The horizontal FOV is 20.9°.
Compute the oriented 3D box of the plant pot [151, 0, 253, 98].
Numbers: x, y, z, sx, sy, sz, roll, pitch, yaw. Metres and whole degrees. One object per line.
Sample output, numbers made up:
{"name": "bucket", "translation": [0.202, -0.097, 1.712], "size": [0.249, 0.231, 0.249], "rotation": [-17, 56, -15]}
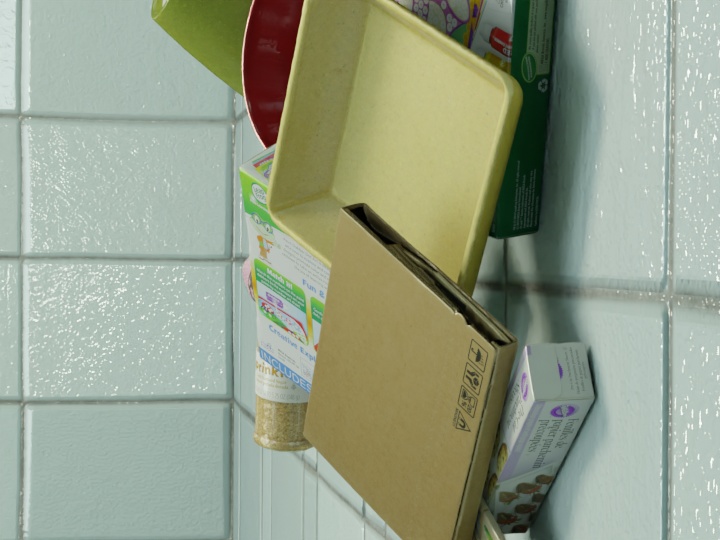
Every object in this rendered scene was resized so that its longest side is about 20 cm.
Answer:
{"name": "plant pot", "translation": [-0.071, -0.221, 1.675], "size": [0.187, 0.199, 0.188], "rotation": [-54, 23, 36]}

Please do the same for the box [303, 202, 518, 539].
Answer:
{"name": "box", "translation": [0.027, 0.079, 1.271], "size": [0.163, 0.021, 0.201], "rotation": [43, 138, 36]}

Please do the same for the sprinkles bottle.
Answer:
{"name": "sprinkles bottle", "translation": [-0.068, 0.071, 1.876], "size": [0.068, 0.068, 0.201], "rotation": [-122, 33, -74]}

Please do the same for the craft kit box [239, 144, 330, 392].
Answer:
{"name": "craft kit box", "translation": [-0.004, 0.032, 1.450], "size": [0.200, 0.048, 0.198], "rotation": [34, 146, 33]}

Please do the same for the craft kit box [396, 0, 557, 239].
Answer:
{"name": "craft kit box", "translation": [0.046, -0.142, 1.310], "size": [0.197, 0.048, 0.201], "rotation": [23, 116, 49]}

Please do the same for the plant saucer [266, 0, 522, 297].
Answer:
{"name": "plant saucer", "translation": [0.028, -0.079, 1.275], "size": [0.200, 0.048, 0.201], "rotation": [39, 128, 39]}

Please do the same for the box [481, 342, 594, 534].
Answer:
{"name": "box", "translation": [0.104, 0.110, 1.233], "size": [0.200, 0.038, 0.042], "rotation": [105, 160, -58]}

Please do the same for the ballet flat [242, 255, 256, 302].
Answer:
{"name": "ballet flat", "translation": [-0.021, -0.052, 1.591], "size": [0.071, 0.200, 0.069], "rotation": [45, 176, 48]}

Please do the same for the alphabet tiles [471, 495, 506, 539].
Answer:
{"name": "alphabet tiles", "translation": [0.094, 0.263, 1.271], "size": [0.167, 0.008, 0.201], "rotation": [-118, 24, -50]}

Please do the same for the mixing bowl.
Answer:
{"name": "mixing bowl", "translation": [0.008, -0.169, 1.526], "size": [0.200, 0.108, 0.201], "rotation": [-9, 78, 47]}
